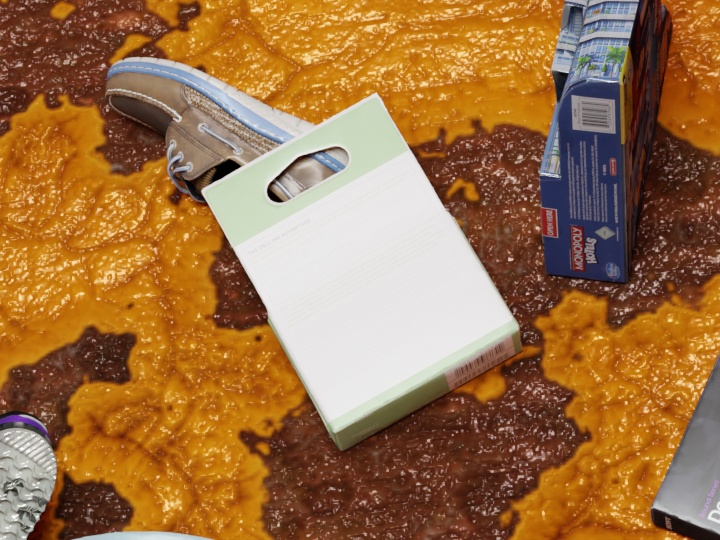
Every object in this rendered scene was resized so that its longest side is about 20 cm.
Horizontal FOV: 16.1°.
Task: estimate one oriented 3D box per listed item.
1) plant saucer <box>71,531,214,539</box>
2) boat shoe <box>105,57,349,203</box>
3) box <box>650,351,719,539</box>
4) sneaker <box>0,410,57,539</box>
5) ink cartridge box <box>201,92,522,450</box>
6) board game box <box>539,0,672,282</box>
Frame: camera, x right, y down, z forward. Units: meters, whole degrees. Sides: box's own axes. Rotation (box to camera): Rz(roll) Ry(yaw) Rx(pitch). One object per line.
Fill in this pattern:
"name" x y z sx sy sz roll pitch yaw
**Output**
"plant saucer" -0.137 0.230 1.609 0.199 0.039 0.201 2 23 -1
"boat shoe" -0.101 -0.088 1.780 0.199 0.072 0.073 22 71 19
"box" 0.303 0.131 1.622 0.199 0.036 0.144 19 70 20
"sneaker" -0.266 0.176 1.688 0.069 0.100 0.201 34 100 -18
"ink cartridge box" 0.000 0.000 1.723 0.145 0.048 0.201 -29 68 -4
"board game box" 0.167 -0.133 1.709 0.061 0.201 0.201 7 52 12
